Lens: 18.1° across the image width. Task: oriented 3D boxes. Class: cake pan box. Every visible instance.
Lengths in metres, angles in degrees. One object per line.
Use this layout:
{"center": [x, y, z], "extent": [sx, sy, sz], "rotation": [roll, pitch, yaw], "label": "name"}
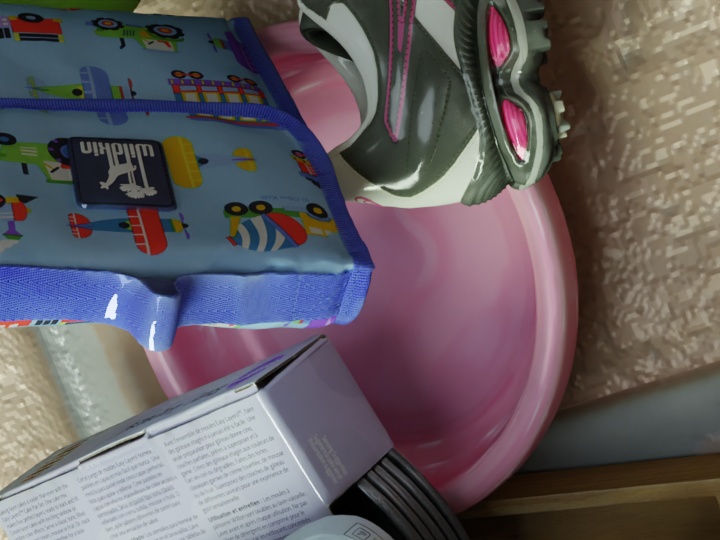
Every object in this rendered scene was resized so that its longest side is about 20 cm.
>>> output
{"center": [-0.037, 0.135, 0.893], "extent": [0.200, 0.052, 0.185], "rotation": [-26, 100, 45], "label": "cake pan box"}

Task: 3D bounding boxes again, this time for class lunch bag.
{"center": [-0.091, -0.019, 0.758], "extent": [0.200, 0.150, 0.095], "rotation": [-127, 43, -61], "label": "lunch bag"}

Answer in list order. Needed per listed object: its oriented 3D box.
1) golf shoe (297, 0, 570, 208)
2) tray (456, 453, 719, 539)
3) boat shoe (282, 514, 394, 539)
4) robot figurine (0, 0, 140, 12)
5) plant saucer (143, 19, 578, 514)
{"center": [0.014, -0.120, 0.787], "extent": [0.087, 0.077, 0.201], "rotation": [-10, 78, 2], "label": "golf shoe"}
{"center": [0.072, 0.131, 0.893], "extent": [0.199, 0.037, 0.099], "rotation": [-9, 101, 34], "label": "tray"}
{"center": [-0.056, 0.151, 0.833], "extent": [0.072, 0.071, 0.200], "rotation": [48, 137, 3], "label": "boat shoe"}
{"center": [-0.165, -0.120, 0.908], "extent": [0.199, 0.115, 0.177], "rotation": [-29, 64, 36], "label": "robot figurine"}
{"center": [0.000, 0.000, 0.883], "extent": [0.199, 0.051, 0.202], "rotation": [9, 107, 30], "label": "plant saucer"}
